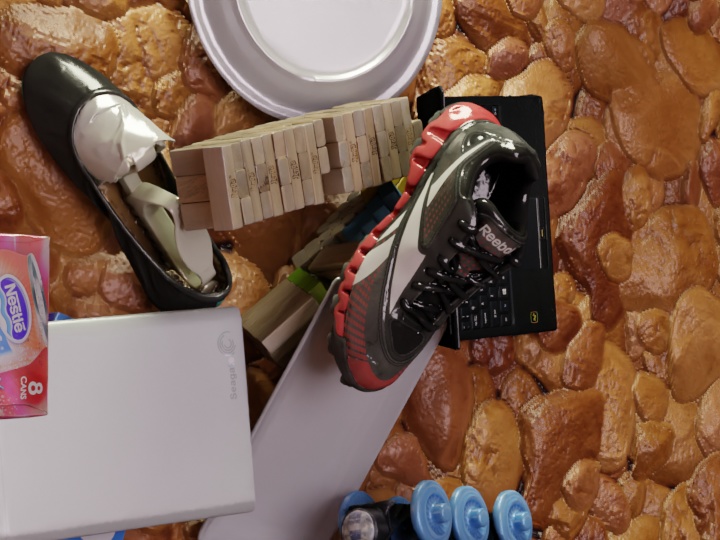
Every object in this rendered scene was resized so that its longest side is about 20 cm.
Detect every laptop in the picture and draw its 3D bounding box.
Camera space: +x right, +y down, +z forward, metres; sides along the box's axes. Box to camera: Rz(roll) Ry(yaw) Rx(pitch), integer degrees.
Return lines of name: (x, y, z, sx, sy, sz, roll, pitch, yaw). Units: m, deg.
laptop: (0.098, -0.039, 1.630, 0.199, 0.103, 0.178, -4, 91, -42)

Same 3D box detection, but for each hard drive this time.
hard drive: (-0.157, 0.095, 1.430, 0.199, 0.026, 0.133, -4, 90, -37)

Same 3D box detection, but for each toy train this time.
toy train: (0.054, 0.207, 1.580, 0.200, 0.086, 0.115, 14, 68, -54)

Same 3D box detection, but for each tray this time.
tray: (-0.028, 0.102, 1.539, 0.107, 0.022, 0.201, 21, 101, -38)

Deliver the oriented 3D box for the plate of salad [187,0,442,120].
plate of salad: (-0.033, -0.198, 1.586, 0.199, 0.048, 0.201, 0, 91, -28)

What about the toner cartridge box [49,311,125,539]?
toner cartridge box: (-0.190, 0.135, 1.445, 0.095, 0.043, 0.201, 24, 73, -33)

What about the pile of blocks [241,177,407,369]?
pile of blocks: (0.000, 0.000, 1.576, 0.062, 0.082, 0.200, 51, 59, -23)

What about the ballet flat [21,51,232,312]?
ballet flat: (-0.140, -0.057, 1.480, 0.068, 0.068, 0.200, -44, 113, -28)

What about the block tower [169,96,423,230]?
block tower: (-0.040, -0.071, 1.503, 0.200, 0.058, 0.054, -19, 102, -50)

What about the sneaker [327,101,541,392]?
sneaker: (0.051, -0.010, 1.469, 0.071, 0.098, 0.201, 33, 83, -39)

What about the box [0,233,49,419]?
box: (-0.262, 0.034, 1.298, 0.094, 0.200, 0.103, 3, 85, -37)
